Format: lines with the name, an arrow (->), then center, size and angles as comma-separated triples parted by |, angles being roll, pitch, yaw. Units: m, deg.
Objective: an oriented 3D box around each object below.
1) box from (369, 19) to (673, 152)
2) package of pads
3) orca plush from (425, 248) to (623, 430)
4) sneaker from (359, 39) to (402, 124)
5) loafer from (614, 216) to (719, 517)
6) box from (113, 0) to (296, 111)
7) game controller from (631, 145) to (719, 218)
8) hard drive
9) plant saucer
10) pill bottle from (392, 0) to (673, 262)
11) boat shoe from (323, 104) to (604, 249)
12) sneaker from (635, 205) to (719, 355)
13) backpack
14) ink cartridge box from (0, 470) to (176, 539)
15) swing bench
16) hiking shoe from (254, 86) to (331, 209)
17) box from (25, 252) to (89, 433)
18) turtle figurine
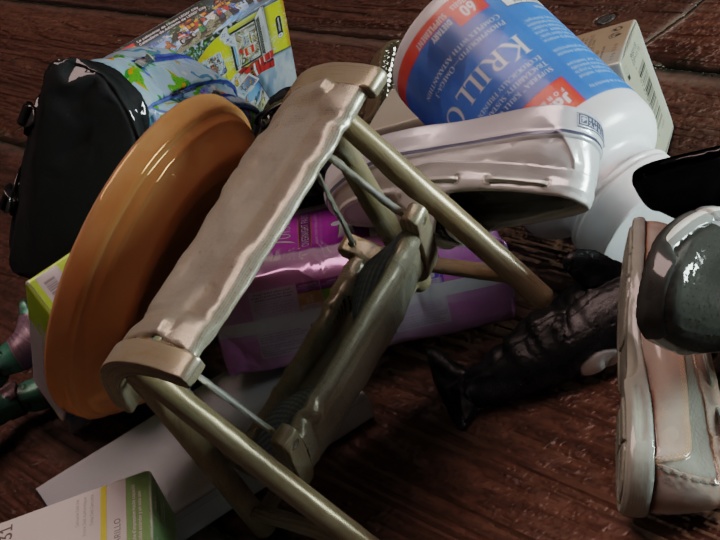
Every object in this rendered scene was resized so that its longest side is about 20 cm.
box -> 0.114, -0.101, 1.298 | 0.198, 0.096, 0.078 | -12, 26, 25
package of pads -> 0.000, 0.000, 1.193 | 0.198, 0.076, 0.121 | -12, 21, 3
orca plush -> 0.129, 0.015, 1.079 | 0.198, 0.072, 0.106 | -19, 25, 14
sneaker -> 0.012, -0.093, 1.431 | 0.076, 0.070, 0.201 | -55, 11, 49
loafer -> 0.169, 0.052, 0.969 | 0.062, 0.072, 0.201 | 5, 44, 5
box -> -0.116, -0.134, 1.470 | 0.136, 0.201, 0.038 | -32, 58, -16
game controller -> 0.228, -0.040, 0.999 | 0.103, 0.043, 0.199 | -2, -10, 32
hard drive -> -0.102, 0.117, 1.153 | 0.199, 0.027, 0.132 | -32, 26, -14
plant saucer -> -0.109, -0.002, 1.036 | 0.037, 0.201, 0.200 | 25, 45, 15
pill bottle -> 0.120, -0.092, 1.164 | 0.112, 0.113, 0.200 | -33, 61, -18
boat shoe -> 0.055, -0.047, 1.093 | 0.199, 0.073, 0.066 | -14, 59, 40
sneaker -> 0.233, 0.014, 0.908 | 0.115, 0.076, 0.199 | 16, 12, 41
backpack -> -0.156, -0.084, 1.300 | 0.152, 0.165, 0.200 | 16, 18, 2
ink cartridge box -> -0.197, 0.207, 1.012 | 0.198, 0.048, 0.146 | -20, 36, 6
swing bench -> -0.027, 0.024, 0.998 | 0.129, 0.200, 0.200 | 6, 56, 50
hiking shoe -> -0.053, -0.085, 1.275 | 0.075, 0.102, 0.200 | -8, -11, -8
box -> -0.163, 0.030, 1.219 | 0.122, 0.048, 0.200 | -36, -14, -21
turtle figurine -> -0.307, 0.105, 1.294 | 0.199, 0.101, 0.150 | -28, -16, -10
